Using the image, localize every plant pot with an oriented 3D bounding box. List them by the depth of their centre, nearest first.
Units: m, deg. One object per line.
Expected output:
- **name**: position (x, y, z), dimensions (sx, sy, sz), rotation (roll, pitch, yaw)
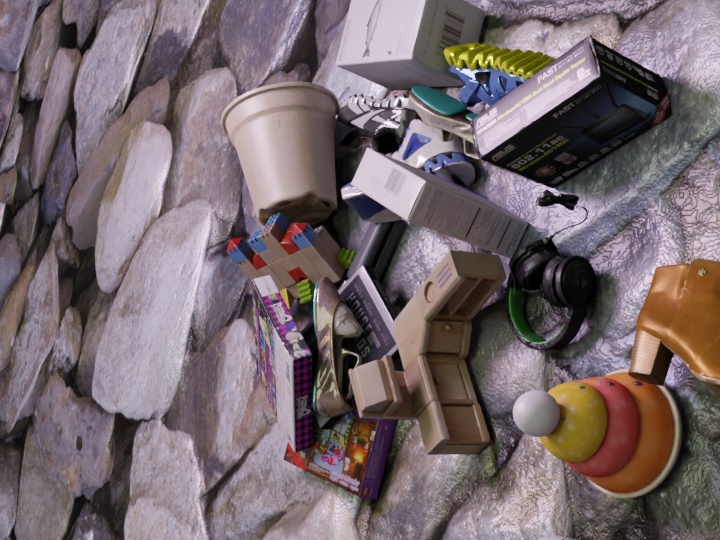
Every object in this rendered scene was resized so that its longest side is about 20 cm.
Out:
- **plant pot**: position (-0.118, -0.175, 1.773), dimensions (0.200, 0.199, 0.186), rotation (-28, 64, 42)

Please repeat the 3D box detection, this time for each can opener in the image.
- **can opener**: position (0.000, 0.000, 1.668), dimensions (0.066, 0.052, 0.202), rotation (43, 111, 49)

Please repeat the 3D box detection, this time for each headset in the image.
- **headset**: position (0.230, 0.001, 1.354), dimensions (0.123, 0.093, 0.202), rotation (34, 116, 50)

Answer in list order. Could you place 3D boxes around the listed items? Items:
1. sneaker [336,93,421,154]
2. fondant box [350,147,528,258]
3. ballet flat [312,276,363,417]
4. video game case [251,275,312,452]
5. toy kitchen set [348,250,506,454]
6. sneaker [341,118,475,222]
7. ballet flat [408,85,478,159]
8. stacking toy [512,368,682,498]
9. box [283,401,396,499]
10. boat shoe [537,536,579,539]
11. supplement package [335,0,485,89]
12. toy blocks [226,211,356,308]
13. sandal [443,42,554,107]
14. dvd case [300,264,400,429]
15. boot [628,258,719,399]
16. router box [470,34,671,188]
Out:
- **sneaker**: position (0.024, -0.225, 1.706), dimensions (0.199, 0.066, 0.092), rotation (8, 82, 49)
- **fondant box**: position (0.106, -0.089, 1.451), dimensions (0.144, 0.199, 0.059), rotation (37, 104, 50)
- **ballet flat**: position (-0.029, 0.109, 1.565), dimensions (0.066, 0.068, 0.203), rotation (-3, 84, 26)
- **video game case**: position (-0.117, 0.140, 1.634), dimensions (0.182, 0.035, 0.202), rotation (-123, 26, -44)
- **toy kitchen set**: position (0.095, 0.107, 1.395), dimensions (0.181, 0.161, 0.202), rotation (-54, 41, 44)
- **sneaker**: position (0.073, -0.153, 1.602), dimensions (0.197, 0.081, 0.116), rotation (-19, 50, 20)
- **ballet flat**: position (0.140, -0.197, 1.521), dimensions (0.199, 0.067, 0.063), rotation (31, 123, 32)
- **stacking toy**: position (0.244, 0.168, 1.194), dimensions (0.145, 0.199, 0.148), rotation (-20, 63, 45)
- **box**: position (-0.032, 0.246, 1.632), dimensions (0.199, 0.039, 0.139), rotation (12, 86, 52)
- **boat shoe**: position (0.205, 0.408, 1.260), dimensions (0.086, 0.074, 0.205), rotation (-3, 73, 49)
- **supplement package**: position (0.072, -0.349, 1.644), dimensions (0.199, 0.116, 0.118), rotation (9, 85, 55)
- **toy blocks**: position (-0.118, -0.027, 1.731), dimensions (0.199, 0.137, 0.100), rotation (-22, 28, 36)
- **sandal**: position (0.200, -0.261, 1.509), dimensions (0.199, 0.079, 0.088), rotation (24, 126, 47)
- **dvd case**: position (-0.021, 0.113, 1.608), dimensions (0.200, 0.025, 0.151), rotation (-48, 52, 26)
- **boot**: position (0.388, 0.062, 1.164), dimensions (0.200, 0.071, 0.146), rotation (10, 73, 40)
- **router box**: position (0.258, -0.188, 1.340), dimensions (0.199, 0.149, 0.063), rotation (-34, 54, 39)
